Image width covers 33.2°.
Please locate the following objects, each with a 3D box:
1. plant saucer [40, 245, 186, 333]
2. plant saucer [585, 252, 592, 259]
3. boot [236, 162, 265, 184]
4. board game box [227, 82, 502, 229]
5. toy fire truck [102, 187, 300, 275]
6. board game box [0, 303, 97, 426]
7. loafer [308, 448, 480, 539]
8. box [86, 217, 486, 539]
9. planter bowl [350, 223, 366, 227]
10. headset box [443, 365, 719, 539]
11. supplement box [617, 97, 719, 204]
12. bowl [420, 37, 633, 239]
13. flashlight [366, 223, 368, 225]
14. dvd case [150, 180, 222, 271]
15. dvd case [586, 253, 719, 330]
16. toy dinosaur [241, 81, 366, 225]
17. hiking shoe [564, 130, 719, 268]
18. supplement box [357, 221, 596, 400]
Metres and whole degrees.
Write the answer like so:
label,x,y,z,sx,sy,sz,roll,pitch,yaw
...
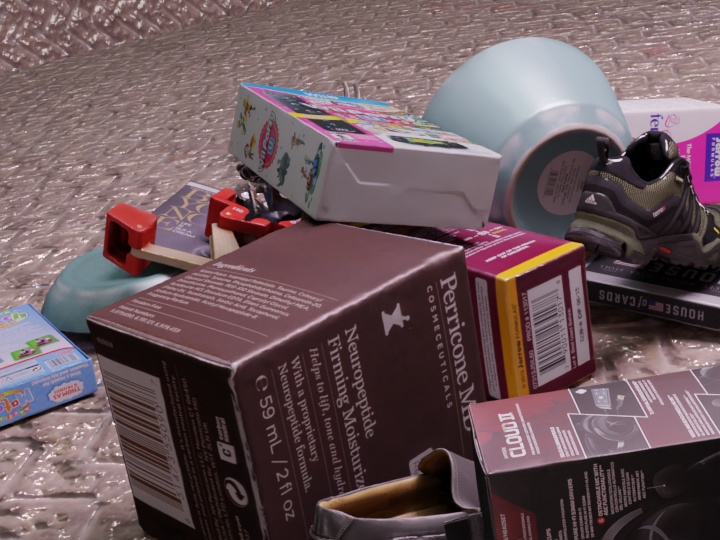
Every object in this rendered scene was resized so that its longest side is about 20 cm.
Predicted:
label,x,y,z,sx,sy,sz,roll,pitch,yaw
plant saucer,-0.226,0.004,1.213,0.199,0.036,0.200,-9,20,3
plant saucer,0.146,-0.011,1.147,0.199,0.038,0.200,-8,20,3
boot,-0.116,-0.162,1.617,0.199,0.070,0.174,4,24,26
board game box,-0.003,-0.093,0.969,0.147,0.065,0.200,3,17,-28
toy fire truck,-0.121,-0.022,1.122,0.199,0.049,0.141,22,31,15
board game box,-0.343,0.091,1.097,0.151,0.037,0.200,-20,23,-25
loafer,0.059,0.142,0.729,0.199,0.073,0.073,-21,22,-30
box,-0.043,0.081,0.803,0.200,0.167,0.164,-27,25,-37
planter bowl,0.023,-0.071,1.294,0.199,0.084,0.201,-9,21,3
headset box,0.143,0.135,0.602,0.199,0.150,0.077,-9,20,2
supplement box,0.265,-0.119,1.235,0.199,0.102,0.103,-5,13,-14
bowl,0.154,-0.087,1.032,0.200,0.202,0.105,-14,31,-13
flashlight,0.000,0.000,1.092,0.068,0.068,0.200,-17,20,43
dvd case,-0.139,-0.039,1.229,0.148,0.016,0.200,17,23,7
dvd case,0.291,-0.010,1.054,0.150,0.025,0.200,12,28,31
toy dinosaur,-0.015,-0.065,1.125,0.181,0.201,0.105,-2,-24,-26
hiking shoe,0.246,-0.058,0.961,0.076,0.101,0.199,21,15,41
supplement box,0.086,0.024,0.976,0.085,0.111,0.200,-22,24,-31
